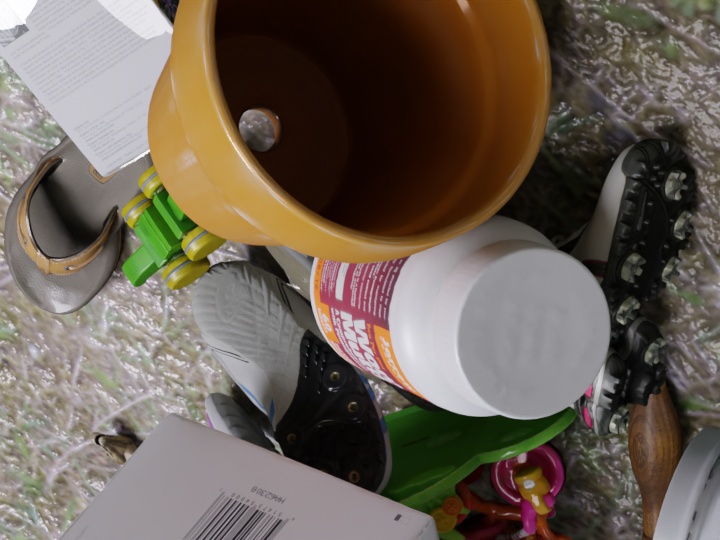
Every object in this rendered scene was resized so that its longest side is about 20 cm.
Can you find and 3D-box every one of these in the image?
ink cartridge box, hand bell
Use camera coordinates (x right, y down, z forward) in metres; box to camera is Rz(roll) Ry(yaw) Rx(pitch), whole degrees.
[{"bbox_3d":[-0.165,-0.162,1.576,0.109,0.050,0.200,-28,109,31],"label":"ink cartridge box"},{"bbox_3d":[0.179,0.155,1.640,0.104,0.104,0.201,9,121,28],"label":"hand bell"}]

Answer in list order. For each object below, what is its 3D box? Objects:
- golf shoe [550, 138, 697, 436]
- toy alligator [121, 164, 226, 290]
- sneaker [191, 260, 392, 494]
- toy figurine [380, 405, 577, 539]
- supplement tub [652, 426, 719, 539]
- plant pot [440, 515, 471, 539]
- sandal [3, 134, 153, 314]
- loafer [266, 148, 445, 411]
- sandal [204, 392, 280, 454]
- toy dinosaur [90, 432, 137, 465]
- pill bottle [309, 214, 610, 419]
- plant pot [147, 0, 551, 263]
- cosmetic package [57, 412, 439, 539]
[{"bbox_3d":[0.130,0.003,1.526,0.088,0.077,0.201,32,136,26],"label":"golf shoe"},{"bbox_3d":[-0.095,-0.046,1.641,0.059,0.054,0.200,55,148,12],"label":"toy alligator"},{"bbox_3d":[-0.033,0.068,1.654,0.072,0.072,0.200,34,-166,-50],"label":"sneaker"},{"bbox_3d":[0.075,0.185,1.669,0.199,0.150,0.185,-20,107,17],"label":"toy figurine"},{"bbox_3d":[0.274,0.172,1.529,0.199,0.145,0.146,15,135,23],"label":"supplement tub"},{"bbox_3d":[0.010,0.256,1.799,0.199,0.135,0.201,19,136,19],"label":"plant pot"},{"bbox_3d":[-0.179,-0.033,1.717,0.082,0.055,0.200,38,138,-5],"label":"sandal"},{"bbox_3d":[0.000,0.000,1.627,0.200,0.075,0.070,52,169,-19],"label":"loafer"},{"bbox_3d":[-0.061,0.159,1.738,0.203,0.050,0.082,57,-174,36],"label":"sandal"},{"bbox_3d":[-0.114,0.186,1.895,0.101,0.058,0.201,3,123,52],"label":"toy dinosaur"},{"bbox_3d":[0.054,0.020,1.503,0.110,0.109,0.200,53,168,-19],"label":"pill bottle"},{"bbox_3d":[-0.027,-0.093,1.469,0.200,0.200,0.183,45,154,-11],"label":"plant pot"},{"bbox_3d":[-0.047,0.218,1.589,0.199,0.123,0.201,19,144,34],"label":"cosmetic package"}]
